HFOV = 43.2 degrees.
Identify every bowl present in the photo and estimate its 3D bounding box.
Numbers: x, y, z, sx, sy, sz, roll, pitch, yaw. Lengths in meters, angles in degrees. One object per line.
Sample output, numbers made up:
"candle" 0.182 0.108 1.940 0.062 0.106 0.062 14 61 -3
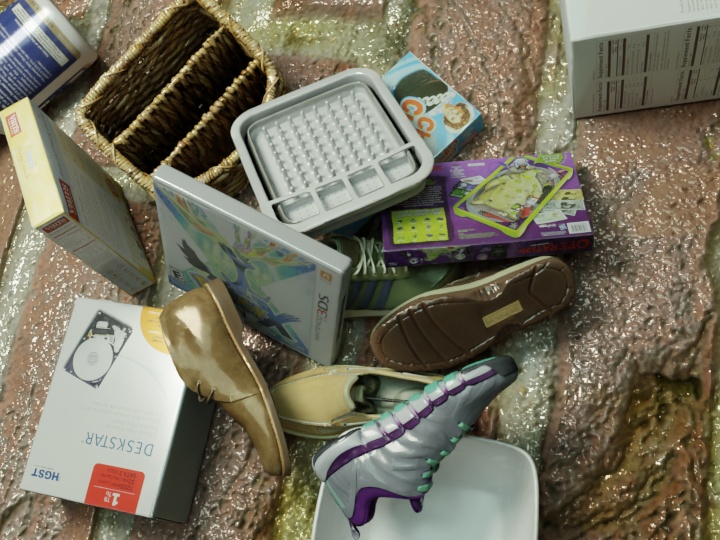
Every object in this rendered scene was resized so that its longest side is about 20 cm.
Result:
"bowl" 0.058 0.248 0.810 0.197 0.075 0.202 4 71 15

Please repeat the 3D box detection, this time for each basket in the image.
"basket" -0.178 -0.169 0.987 0.142 0.149 0.200 40 83 24

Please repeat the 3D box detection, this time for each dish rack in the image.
"dish rack" -0.030 -0.113 0.911 0.170 0.044 0.201 -23 49 -4

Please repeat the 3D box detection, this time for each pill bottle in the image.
"pill bottle" -0.428 -0.237 1.099 0.200 0.111 0.111 -42 66 -3

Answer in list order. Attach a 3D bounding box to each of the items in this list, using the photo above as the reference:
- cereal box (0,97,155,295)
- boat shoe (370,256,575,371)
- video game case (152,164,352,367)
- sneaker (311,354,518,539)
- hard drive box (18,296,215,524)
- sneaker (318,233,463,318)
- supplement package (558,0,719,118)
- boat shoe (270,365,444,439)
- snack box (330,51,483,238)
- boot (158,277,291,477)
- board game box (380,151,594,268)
"cereal box" -0.292 -0.071 0.952 0.039 0.200 0.145 -27 65 3
"boat shoe" 0.106 0.042 0.879 0.200 0.075 0.076 -17 100 1
"video game case" -0.104 0.002 0.870 0.198 0.183 0.022 27 58 11
"sneaker" 0.059 0.150 0.777 0.199 0.074 0.088 -32 78 13
"hard drive box" -0.234 0.141 0.927 0.154 0.077 0.202 5 72 17
"sneaker" 0.000 0.000 0.904 0.198 0.090 0.068 -12 57 10
"supplement package" 0.299 -0.263 0.892 0.197 0.151 0.154 -6 69 12
"boat shoe" -0.005 0.119 0.872 0.197 0.076 0.073 -8 71 15
"snack box" 0.022 -0.128 0.978 0.200 0.037 0.116 -44 67 -4
"boot" -0.127 0.111 0.857 0.075 0.074 0.201 -23 74 -20
"board game box" 0.118 -0.061 0.889 0.197 0.032 0.121 -4 51 2
